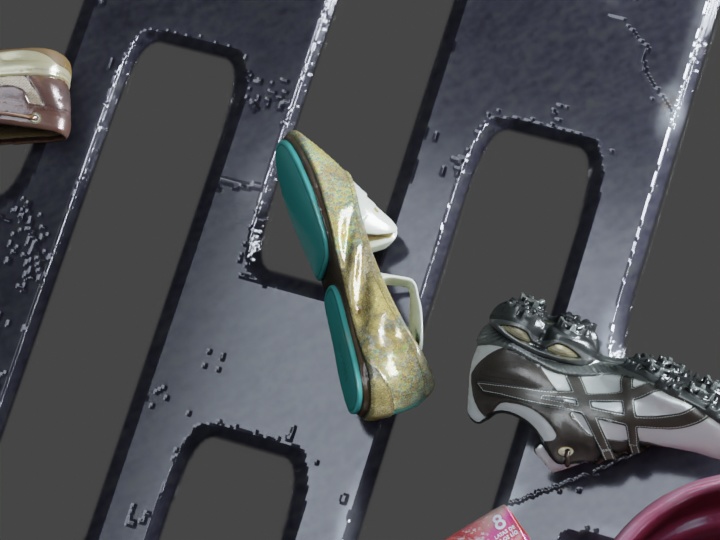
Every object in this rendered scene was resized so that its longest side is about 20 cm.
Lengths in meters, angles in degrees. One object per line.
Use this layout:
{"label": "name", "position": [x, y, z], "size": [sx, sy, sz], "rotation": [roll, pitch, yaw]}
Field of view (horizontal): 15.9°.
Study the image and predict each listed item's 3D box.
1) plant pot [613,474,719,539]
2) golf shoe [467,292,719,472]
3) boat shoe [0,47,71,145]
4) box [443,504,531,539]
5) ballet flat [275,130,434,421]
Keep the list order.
{"label": "plant pot", "position": [0.220, 0.236, 1.482], "size": [0.200, 0.179, 0.200], "rotation": [-1, 69, 2]}
{"label": "golf shoe", "position": [0.160, 0.092, 1.605], "size": [0.200, 0.078, 0.095], "rotation": [25, 97, 17]}
{"label": "boat shoe", "position": [-0.291, -0.098, 1.729], "size": [0.200, 0.072, 0.072], "rotation": [-7, 72, 1]}
{"label": "box", "position": [0.032, 0.238, 1.563], "size": [0.200, 0.100, 0.096], "rotation": [-31, 72, 1]}
{"label": "ballet flat", "position": [0.000, 0.000, 1.659], "size": [0.071, 0.071, 0.200], "rotation": [-19, 72, 4]}
